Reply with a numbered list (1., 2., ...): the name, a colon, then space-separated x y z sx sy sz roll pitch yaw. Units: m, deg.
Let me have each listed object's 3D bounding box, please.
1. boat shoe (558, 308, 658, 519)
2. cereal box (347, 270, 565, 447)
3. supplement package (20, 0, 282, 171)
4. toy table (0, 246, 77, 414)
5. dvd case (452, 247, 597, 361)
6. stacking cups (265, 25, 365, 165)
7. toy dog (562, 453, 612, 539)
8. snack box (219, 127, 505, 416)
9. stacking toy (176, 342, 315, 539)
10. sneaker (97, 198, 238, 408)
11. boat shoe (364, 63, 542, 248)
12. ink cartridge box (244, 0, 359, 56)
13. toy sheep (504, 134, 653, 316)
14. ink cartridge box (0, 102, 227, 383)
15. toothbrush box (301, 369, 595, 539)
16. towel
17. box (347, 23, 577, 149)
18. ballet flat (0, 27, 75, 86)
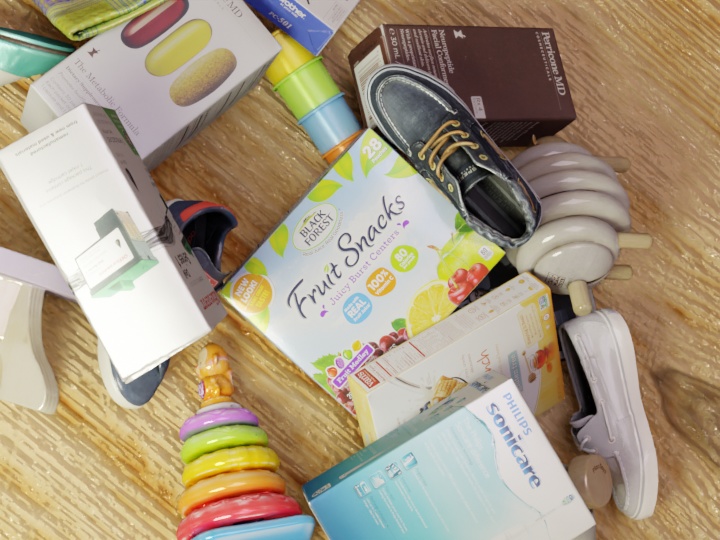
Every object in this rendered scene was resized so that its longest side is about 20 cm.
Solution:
1. boat shoe: 0.228 0.138 1.440 0.068 0.072 0.200 -11 96 -15
2. cereal box: 0.090 0.106 1.381 0.200 0.040 0.144 -30 132 -18
3. supplement package: -0.186 -0.165 1.364 0.200 0.110 0.114 -42 93 -21
4. toy table: -0.301 0.042 1.259 0.200 0.184 0.117 24 80 -45
5. dvd case: 0.126 0.023 1.467 0.200 0.025 0.151 -10 81 -20
6. stacking cups: -0.025 -0.137 1.434 0.060 0.061 0.200 -35 90 -21
7. toy dog: 0.181 0.256 1.387 0.096 0.132 0.200 -13 72 -49
8. snack box: 0.000 0.000 1.377 0.169 0.068 0.200 43 90 -5
9. stacking toy: -0.116 0.156 1.331 0.110 0.116 0.200 -6 69 -17
10. sneaker: -0.160 0.024 1.323 0.075 0.084 0.200 40 55 -46
11. boat shoe: 0.081 -0.102 1.318 0.200 0.091 0.071 44 100 -2
12. ink cartridge box: -0.026 -0.298 1.445 0.094 0.044 0.200 37 51 -7
13. toy sheep: 0.191 -0.045 1.419 0.138 0.138 0.200 3 49 -17
14. ink cartridge box: -0.191 -0.023 1.212 0.084 0.146 0.200 -29 94 2
15. toothbrush box: 0.073 0.197 1.295 0.200 0.085 0.147 -32 95 -4
16. towel: -0.239 -0.284 1.359 0.144 0.023 0.200 -30 52 -14
17. box: 0.097 -0.172 1.451 0.200 0.075 0.100 -4 73 -32
18. ballet flat: -0.353 -0.195 1.352 0.200 0.067 0.071 17 98 -13
